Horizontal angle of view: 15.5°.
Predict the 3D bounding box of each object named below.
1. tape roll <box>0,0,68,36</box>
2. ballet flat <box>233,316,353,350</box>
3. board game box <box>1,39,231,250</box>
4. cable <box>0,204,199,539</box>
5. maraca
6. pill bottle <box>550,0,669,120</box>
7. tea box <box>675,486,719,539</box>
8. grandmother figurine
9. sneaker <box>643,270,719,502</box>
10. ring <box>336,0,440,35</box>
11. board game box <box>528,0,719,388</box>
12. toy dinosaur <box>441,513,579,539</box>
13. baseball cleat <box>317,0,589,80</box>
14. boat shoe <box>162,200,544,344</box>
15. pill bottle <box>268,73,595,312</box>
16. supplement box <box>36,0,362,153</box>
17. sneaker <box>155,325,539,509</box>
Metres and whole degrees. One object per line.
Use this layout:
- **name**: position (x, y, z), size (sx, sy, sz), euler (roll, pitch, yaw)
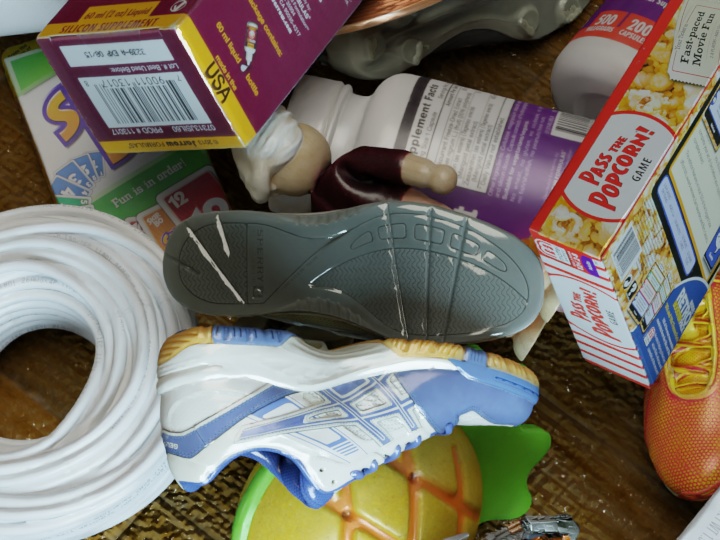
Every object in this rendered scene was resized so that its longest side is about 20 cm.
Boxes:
- **tape roll**: position (-0.206, -0.240, 1.559), size (0.139, 0.203, 0.203), euler (-7, 63, -5)
- **ballet flat**: position (-0.038, 0.043, 1.450), size (0.069, 0.070, 0.200), euler (23, 33, 10)
- **board game box**: position (-0.141, -0.069, 1.572), size (0.095, 0.030, 0.200), euler (-18, 62, -11)
- **cable**: position (-0.182, 0.060, 1.462), size (0.200, 0.069, 0.200), euler (-29, 63, -5)
- **maraca**: position (0.017, 0.121, 1.426), size (0.200, 0.137, 0.107), euler (-31, 34, -20)
- **pill bottle**: position (0.209, -0.150, 1.574), size (0.112, 0.112, 0.200), euler (34, 67, 15)
- **tea box**: position (0.269, 0.178, 1.395), size (0.197, 0.134, 0.200), euler (35, 67, 15)
- **grandmother figurine**: position (0.017, -0.026, 1.445), size (0.200, 0.121, 0.061), euler (31, 37, 1)
- **sneaker**: position (0.185, 0.036, 1.491), size (0.073, 0.077, 0.200), euler (-12, 55, 24)
- **ring**: position (0.005, -0.188, 1.572), size (0.200, 0.019, 0.200), euler (-16, 26, 8)
- **board game box**: position (0.172, -0.058, 1.412), size (0.046, 0.152, 0.200), euler (24, 70, 27)
- **toy dinosaur**: position (0.086, 0.183, 1.373), size (0.200, 0.136, 0.102), euler (19, 23, -32)
- **baseball cleat**: position (0.046, -0.167, 1.603), size (0.200, 0.070, 0.106), euler (-17, 22, -34)
- **boat shoe**: position (-0.001, 0.002, 1.399), size (0.202, 0.065, 0.074), euler (1, 88, 12)
- **pill bottle**: position (0.053, -0.049, 1.518), size (0.200, 0.111, 0.111), euler (15, 63, 6)
- **supplement box**: position (-0.070, -0.161, 1.466), size (0.110, 0.086, 0.200), euler (0, 42, 40)
- **sneaker**: position (-0.007, 0.079, 1.349), size (0.200, 0.075, 0.088), euler (3, 79, -13)
